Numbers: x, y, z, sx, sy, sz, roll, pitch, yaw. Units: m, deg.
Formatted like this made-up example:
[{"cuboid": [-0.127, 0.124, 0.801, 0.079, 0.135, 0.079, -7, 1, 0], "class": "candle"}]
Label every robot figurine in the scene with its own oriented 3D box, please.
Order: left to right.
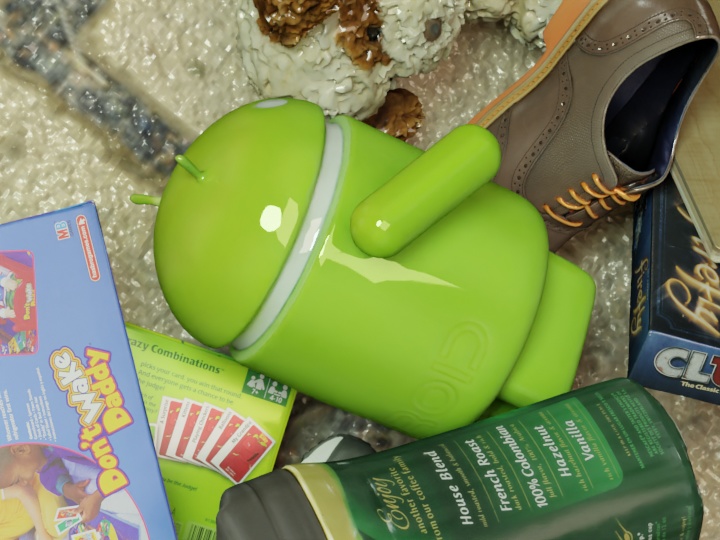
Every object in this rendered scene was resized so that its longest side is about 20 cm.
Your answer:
[{"cuboid": [0.000, 0.000, 1.034, 0.199, 0.175, 0.116, 24, 69, -15], "class": "robot figurine"}]

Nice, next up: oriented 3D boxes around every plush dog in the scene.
[{"cuboid": [0.005, -0.143, 1.070, 0.160, 0.200, 0.172, 24, 73, 26], "class": "plush dog"}]

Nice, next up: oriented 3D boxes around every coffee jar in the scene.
[{"cuboid": [0.034, 0.115, 0.989, 0.199, 0.105, 0.085, -13, 51, -20], "class": "coffee jar"}]

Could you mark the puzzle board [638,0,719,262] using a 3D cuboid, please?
[{"cuboid": [0.199, -0.074, 1.131, 0.150, 0.017, 0.200, 1, 46, -20], "class": "puzzle board"}]

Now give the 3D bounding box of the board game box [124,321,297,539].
[{"cuboid": [-0.137, 0.065, 1.058, 0.199, 0.048, 0.102, 20, 81, -17], "class": "board game box"}]

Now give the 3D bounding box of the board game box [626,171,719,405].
[{"cuboid": [0.193, -0.013, 1.102, 0.135, 0.035, 0.200, 14, 42, -5], "class": "board game box"}]

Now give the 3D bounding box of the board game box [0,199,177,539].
[{"cuboid": [-0.154, 0.084, 1.002, 0.134, 0.045, 0.201, -14, 92, -19], "class": "board game box"}]

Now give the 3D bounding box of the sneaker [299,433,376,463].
[{"cuboid": [-0.024, 0.169, 1.050, 0.080, 0.074, 0.201, 18, 72, 8], "class": "sneaker"}]

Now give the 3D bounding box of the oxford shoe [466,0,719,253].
[{"cuboid": [0.092, -0.048, 1.086, 0.071, 0.073, 0.200, 11, 121, -34], "class": "oxford shoe"}]
